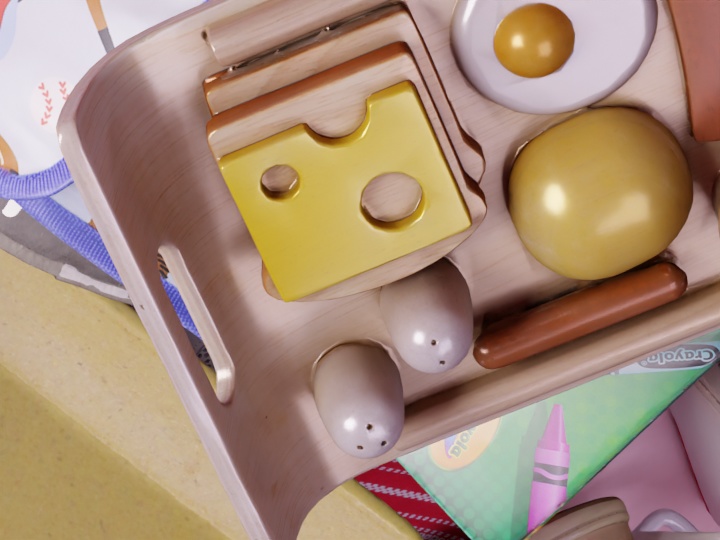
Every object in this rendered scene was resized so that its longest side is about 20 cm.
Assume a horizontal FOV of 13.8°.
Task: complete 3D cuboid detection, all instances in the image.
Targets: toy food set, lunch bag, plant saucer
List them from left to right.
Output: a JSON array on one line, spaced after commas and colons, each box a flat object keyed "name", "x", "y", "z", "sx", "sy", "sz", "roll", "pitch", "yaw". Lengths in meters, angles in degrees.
[{"name": "plant saucer", "x": -0.103, "y": 0.110, "z": 0.910, "sx": 0.200, "sy": 0.200, "sz": 0.048, "roll": -58, "pitch": -167, "yaw": -31}, {"name": "lunch bag", "x": -0.022, "y": -0.077, "z": 0.802, "sx": 0.200, "sy": 0.124, "sz": 0.170, "roll": 39, "pitch": 106, "yaw": -14}, {"name": "toy food set", "x": 0.042, "y": -0.017, "z": 0.739, "sx": 0.200, "sy": 0.060, "sz": 0.144, "roll": -22, "pitch": 119, "yaw": 5}]

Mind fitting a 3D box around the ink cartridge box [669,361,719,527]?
[{"name": "ink cartridge box", "x": 0.222, "y": 0.029, "z": 1.161, "sx": 0.200, "sy": 0.086, "sz": 0.148, "roll": -34, "pitch": 138, "yaw": -8}]

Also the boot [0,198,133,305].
[{"name": "boot", "x": -0.005, "y": -0.073, "z": 0.914, "sx": 0.181, "sy": 0.073, "sz": 0.200, "roll": 16, "pitch": 110, "yaw": -27}]

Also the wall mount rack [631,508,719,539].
[{"name": "wall mount rack", "x": 0.099, "y": 0.165, "z": 1.103, "sx": 0.075, "sy": 0.200, "sz": 0.174, "roll": 45, "pitch": 75, "yaw": -10}]

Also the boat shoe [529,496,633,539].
[{"name": "boat shoe", "x": 0.035, "y": 0.147, "z": 1.051, "sx": 0.200, "sy": 0.065, "sz": 0.072, "roll": -32, "pitch": 173, "yaw": -40}]

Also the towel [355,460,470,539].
[{"name": "towel", "x": -0.026, "y": 0.107, "z": 1.047, "sx": 0.200, "sy": 0.023, "sz": 0.144, "roll": -37, "pitch": 148, "yaw": 28}]

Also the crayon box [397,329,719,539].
[{"name": "crayon box", "x": 0.090, "y": 0.014, "z": 0.983, "sx": 0.119, "sy": 0.058, "sz": 0.200, "roll": -45, "pitch": 176, "yaw": 20}]

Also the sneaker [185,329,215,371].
[{"name": "sneaker", "x": 0.000, "y": 0.000, "z": 0.974, "sx": 0.200, "sy": 0.082, "sz": 0.075, "roll": -47, "pitch": 139, "yaw": 9}]
